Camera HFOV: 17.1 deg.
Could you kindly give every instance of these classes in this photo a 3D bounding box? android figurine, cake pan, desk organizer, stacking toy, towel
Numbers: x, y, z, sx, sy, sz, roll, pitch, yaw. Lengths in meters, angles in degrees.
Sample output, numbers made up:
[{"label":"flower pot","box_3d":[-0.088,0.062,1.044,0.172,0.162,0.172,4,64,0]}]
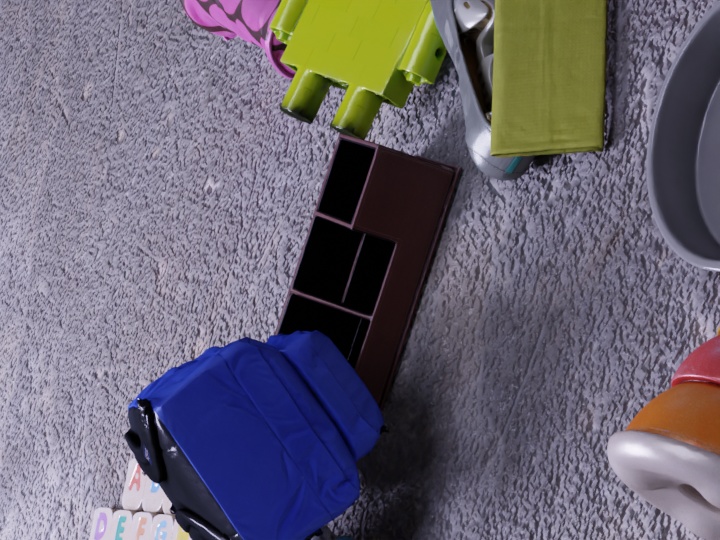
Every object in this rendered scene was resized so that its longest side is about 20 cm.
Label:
[{"label":"android figurine","box_3d":[0.009,-0.207,1.939,0.182,0.041,0.201,24,87,41]},{"label":"cake pan","box_3d":[0.261,-0.093,1.528,0.200,0.037,0.201,-33,49,48]},{"label":"desk organizer","box_3d":[0.000,0.000,1.865,0.072,0.077,0.201,22,95,59]},{"label":"stacking toy","box_3d":[0.247,0.060,1.418,0.146,0.146,0.200,4,64,58]},{"label":"towel","box_3d":[0.139,-0.177,1.742,0.086,0.018,0.201,-4,68,18]}]

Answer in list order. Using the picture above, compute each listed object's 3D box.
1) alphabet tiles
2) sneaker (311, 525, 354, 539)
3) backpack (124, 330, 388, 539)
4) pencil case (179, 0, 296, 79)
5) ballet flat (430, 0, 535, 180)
[{"label":"alphabet tiles","box_3d":[-0.196,0.263,2.118,0.200,0.015,0.196,-4,72,58]},{"label":"sneaker","box_3d":[-0.035,0.236,1.825,0.200,0.076,0.081,14,77,55]},{"label":"backpack","box_3d":[-0.079,0.132,1.804,0.163,0.168,0.200,60,163,-2]},{"label":"pencil case","box_3d":[-0.084,-0.224,2.099,0.200,0.090,0.094,37,140,57]},{"label":"ballet flat","box_3d":[0.101,-0.163,1.789,0.064,0.067,0.201,127,139,-51]}]
